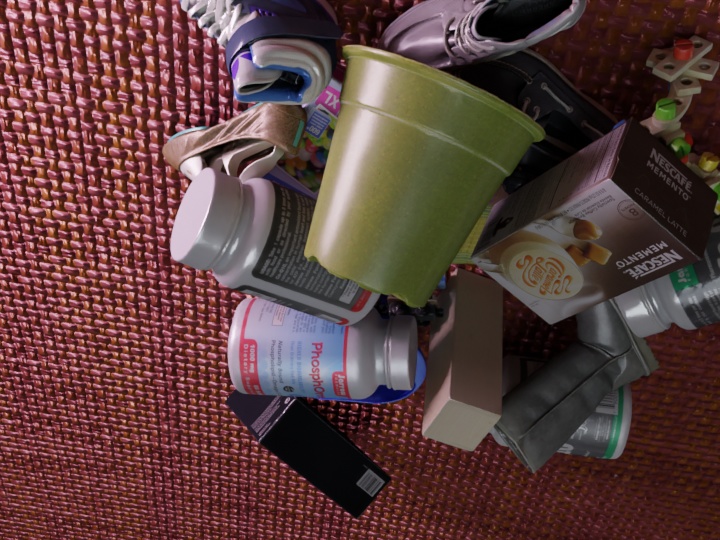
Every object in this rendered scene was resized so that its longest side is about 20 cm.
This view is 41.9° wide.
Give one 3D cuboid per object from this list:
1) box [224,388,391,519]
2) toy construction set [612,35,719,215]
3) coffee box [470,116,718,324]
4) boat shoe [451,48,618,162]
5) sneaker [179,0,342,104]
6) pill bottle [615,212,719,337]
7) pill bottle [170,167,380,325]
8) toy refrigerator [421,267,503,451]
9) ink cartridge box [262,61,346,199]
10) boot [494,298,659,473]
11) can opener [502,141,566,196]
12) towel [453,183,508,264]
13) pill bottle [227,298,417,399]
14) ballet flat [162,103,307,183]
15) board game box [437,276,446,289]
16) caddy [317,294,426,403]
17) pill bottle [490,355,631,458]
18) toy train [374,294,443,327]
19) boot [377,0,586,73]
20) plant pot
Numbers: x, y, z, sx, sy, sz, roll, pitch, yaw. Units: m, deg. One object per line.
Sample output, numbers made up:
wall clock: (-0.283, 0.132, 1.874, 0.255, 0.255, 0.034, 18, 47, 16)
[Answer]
box: (-0.072, 0.229, 1.269, 0.079, 0.141, 0.200, -48, 119, -5)
toy construction set: (0.301, -0.115, 0.897, 0.131, 0.092, 0.201, -24, 125, -9)
coffee box: (0.211, -0.038, 0.871, 0.114, 0.080, 0.200, 37, 147, -14)
boat shoe: (0.175, -0.157, 0.920, 0.199, 0.063, 0.073, 27, 132, -16)
sneaker: (-0.112, -0.223, 0.845, 0.199, 0.147, 0.081, 25, 132, -15)
pill bottle: (0.376, -0.003, 0.999, 0.199, 0.113, 0.113, -23, 126, 27)
pill bottle: (-0.080, -0.025, 0.947, 0.199, 0.114, 0.114, 21, 134, -27)
toy refrigerator: (0.122, 0.099, 1.078, 0.070, 0.201, 0.076, 19, 133, -10)
ink cartridge box: (-0.032, -0.119, 1.009, 0.119, 0.042, 0.200, 27, 133, -16)
boot: (0.224, 0.108, 1.077, 0.200, 0.073, 0.182, -33, 98, 1)
can opener: (0.237, -0.077, 0.977, 0.199, 0.063, 0.079, 17, 105, -14)
towel: (0.065, -0.061, 1.028, 0.199, 0.023, 0.144, 3, 140, -11)
pill bottle: (-0.039, 0.088, 1.052, 0.199, 0.109, 0.109, 1, 134, 11)
ballet flat: (-0.135, -0.119, 0.974, 0.199, 0.073, 0.068, -13, 160, 34)
board game box: (0.000, 0.000, 1.092, 0.199, 0.020, 0.103, 3, 171, 6)
caddy: (-0.016, 0.101, 1.167, 0.199, 0.105, 0.142, 4, 133, 6)
pill bottle: (0.227, 0.168, 1.177, 0.199, 0.113, 0.113, 7, 134, 3)
toy train: (-0.001, 0.035, 1.104, 0.199, 0.046, 0.034, 5, 145, 7)
boot: (0.100, -0.220, 0.837, 0.199, 0.096, 0.074, -17, 100, 18)
plant pot: (0.038, -0.075, 0.855, 0.199, 0.200, 0.191, 23, 92, -13)
